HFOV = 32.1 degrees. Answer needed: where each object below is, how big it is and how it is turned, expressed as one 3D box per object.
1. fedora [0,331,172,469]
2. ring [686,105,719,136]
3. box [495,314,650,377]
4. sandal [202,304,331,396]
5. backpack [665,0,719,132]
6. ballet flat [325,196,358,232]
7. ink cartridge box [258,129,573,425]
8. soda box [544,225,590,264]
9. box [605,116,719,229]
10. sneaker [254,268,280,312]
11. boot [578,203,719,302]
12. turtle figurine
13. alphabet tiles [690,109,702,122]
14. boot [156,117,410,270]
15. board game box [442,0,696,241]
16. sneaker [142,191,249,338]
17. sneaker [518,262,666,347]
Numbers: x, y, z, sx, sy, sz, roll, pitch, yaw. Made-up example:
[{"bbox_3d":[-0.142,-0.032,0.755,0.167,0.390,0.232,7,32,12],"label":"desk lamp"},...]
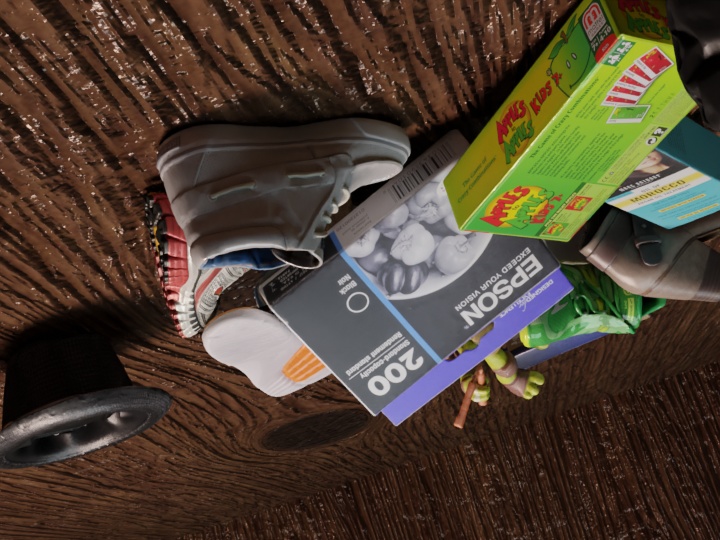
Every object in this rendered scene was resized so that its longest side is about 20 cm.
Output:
[{"bbox_3d":[-0.271,0.113,1.156,0.199,0.092,0.201,-16,165,-4],"label":"fedora"},{"bbox_3d":[0.327,-0.151,1.023,0.199,0.019,0.201,-16,164,-5],"label":"ring"},{"bbox_3d":[0.223,0.035,1.393,0.199,0.122,0.032,-28,132,31],"label":"box"},{"bbox_3d":[-0.076,0.051,1.057,0.079,0.060,0.207,-27,155,9],"label":"sandal"},{"bbox_3d":[0.272,-0.155,0.745,0.199,0.169,0.126,-9,-177,-41],"label":"backpack"},{"bbox_3d":[0.015,0.003,1.033,0.072,0.068,0.200,-35,126,5],"label":"ballet flat"},{"bbox_3d":[0.055,0.021,0.992,0.198,0.043,0.200,-39,124,7],"label":"ink cartridge box"},{"bbox_3d":[0.207,-0.024,1.259,0.063,0.069,0.199,-28,161,33],"label":"soda box"},{"bbox_3d":[0.233,-0.087,1.009,0.082,0.050,0.199,-23,156,36],"label":"box"},{"bbox_3d":[0.000,0.000,1.098,0.198,0.072,0.072,-21,178,12],"label":"sneaker"},{"bbox_3d":[0.277,-0.063,1.149,0.145,0.201,0.070,23,145,-9],"label":"boot"},{"bbox_3d":[0.121,0.072,1.215,0.064,0.202,0.161,-15,150,34],"label":"turtle figurine"},{"bbox_3d":[0.218,-0.126,1.030,0.198,0.006,0.166,-21,165,11],"label":"alphabet tiles"},{"bbox_3d":[-0.040,-0.045,0.847,0.199,0.096,0.073,-7,162,-34],"label":"boot"},{"bbox_3d":[0.151,-0.100,0.854,0.101,0.048,0.200,5,143,-29],"label":"board game box"},{"bbox_3d":[-0.112,-0.006,0.942,0.081,0.078,0.200,-16,165,-12],"label":"sneaker"},{"bbox_3d":[0.213,0.024,1.147,0.083,0.075,0.199,1,-170,44],"label":"sneaker"}]
